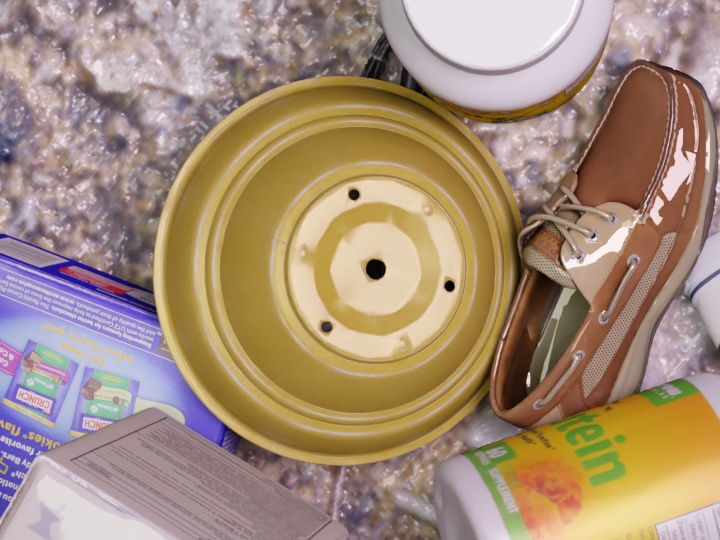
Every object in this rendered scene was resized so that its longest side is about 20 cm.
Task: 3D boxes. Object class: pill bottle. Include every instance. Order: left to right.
[{"bbox_3d":[0.066,-0.130,1.177,0.112,0.200,0.114,0,91,4],"label":"pill bottle"},{"bbox_3d":[0.145,0.116,1.207,0.199,0.111,0.112,-18,90,-10],"label":"pill bottle"}]

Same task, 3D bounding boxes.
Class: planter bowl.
[{"bbox_3d":[0.000,0.000,1.229,0.199,0.083,0.202,0,90,-13],"label":"planter bowl"}]

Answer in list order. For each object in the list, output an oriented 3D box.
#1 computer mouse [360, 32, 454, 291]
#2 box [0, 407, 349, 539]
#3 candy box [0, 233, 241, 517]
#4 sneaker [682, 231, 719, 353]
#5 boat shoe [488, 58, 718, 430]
[{"bbox_3d":[0.019,-0.029,1.289,0.058,0.034,0.202,1,94,14],"label":"computer mouse"},{"bbox_3d":[-0.098,0.152,1.171,0.127,0.200,0.109,31,98,7],"label":"box"},{"bbox_3d":[-0.159,0.104,1.319,0.168,0.077,0.201,21,97,9],"label":"candy box"},{"bbox_3d":[0.256,-0.014,1.212,0.199,0.073,0.071,-29,72,24],"label":"sneaker"},{"bbox_3d":[0.118,-0.006,1.228,0.076,0.073,0.201,29,109,49],"label":"boat shoe"}]
